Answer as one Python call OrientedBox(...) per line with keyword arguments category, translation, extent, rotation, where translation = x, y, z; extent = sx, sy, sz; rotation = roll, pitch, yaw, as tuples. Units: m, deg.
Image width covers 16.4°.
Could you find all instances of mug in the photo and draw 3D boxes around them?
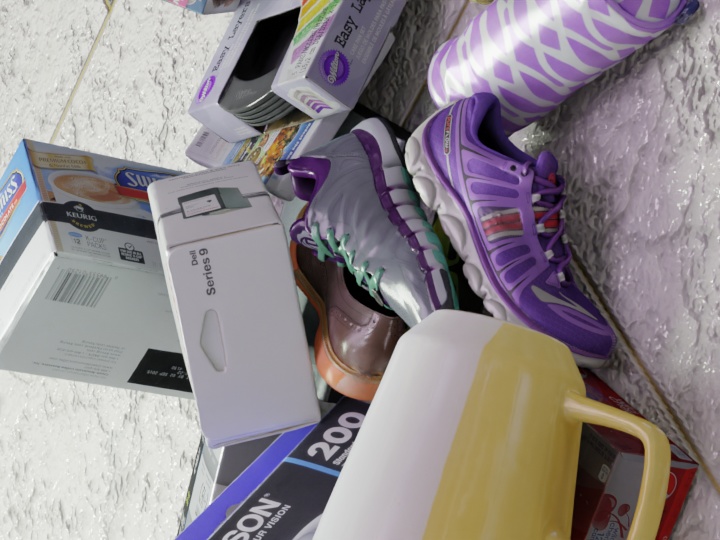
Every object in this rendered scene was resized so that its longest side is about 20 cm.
OrientedBox(category="mug", translation=(0.080, 0.112, 1.454), extent=(0.149, 0.185, 0.154), rotation=(91, -166, -81))

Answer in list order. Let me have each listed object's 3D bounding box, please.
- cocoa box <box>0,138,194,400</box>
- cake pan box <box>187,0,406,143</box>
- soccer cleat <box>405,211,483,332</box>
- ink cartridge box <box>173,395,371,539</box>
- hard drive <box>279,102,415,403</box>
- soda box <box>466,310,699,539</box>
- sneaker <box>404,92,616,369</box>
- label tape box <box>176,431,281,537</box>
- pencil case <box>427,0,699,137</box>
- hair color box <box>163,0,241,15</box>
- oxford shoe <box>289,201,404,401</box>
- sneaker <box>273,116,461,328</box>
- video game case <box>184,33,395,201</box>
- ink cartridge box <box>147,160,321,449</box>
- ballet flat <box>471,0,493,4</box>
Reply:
OrientedBox(category="cocoa box", translation=(-0.191, 0.001, 1.959), extent=(0.134, 0.199, 0.132), rotation=(-55, 39, 34))
OrientedBox(category="cake pan box", translation=(-0.033, -0.191, 1.838), extent=(0.184, 0.052, 0.201), rotation=(-10, 51, 60))
OrientedBox(category="soccer cleat", translation=(0.054, 0.016, 1.679), extent=(0.084, 0.064, 0.201), rotation=(12, 93, 55))
OrientedBox(category="ink cartridge box", translation=(-0.028, 0.162, 1.608), extent=(0.199, 0.198, 0.044), rotation=(13, 133, 37))
OrientedBox(category="hard drive", translation=(-0.019, -0.018, 1.844), extent=(0.139, 0.033, 0.201), rotation=(34, 111, 57))
OrientedBox(category="soda box", translation=(0.122, 0.100, 1.545), extent=(0.200, 0.063, 0.070), rotation=(44, 119, 55))
OrientedBox(category="sneaker", translation=(0.102, -0.027, 1.568), extent=(0.083, 0.081, 0.201), rotation=(-40, 70, 23))
OrientedBox(category="label tape box", translation=(-0.096, 0.190, 1.840), extent=(0.143, 0.066, 0.201), rotation=(-130, 55, -78))
OrientedBox(category="pencil case", translation=(0.125, -0.155, 1.601), extent=(0.200, 0.084, 0.086), rotation=(-32, 20, 49))
OrientedBox(category="hair color box", translation=(-0.105, -0.252, 1.915), extent=(0.200, 0.060, 0.101), rotation=(-33, -36, -76))
OrientedBox(category="oxford shoe", translation=(0.000, 0.000, 1.699), extent=(0.200, 0.071, 0.073), rotation=(-108, 34, -51))
OrientedBox(category="sneaker", translation=(0.006, -0.008, 1.606), extent=(0.075, 0.087, 0.201), rotation=(73, 177, -47))
OrientedBox(category="video game case", translation=(-0.056, -0.129, 1.884), extent=(0.144, 0.018, 0.200), rotation=(-57, 25, -4))
OrientedBox(category="ink cartridge box", translation=(-0.088, 0.020, 1.728), extent=(0.200, 0.084, 0.147), rotation=(-119, 17, -73))
OrientedBox(category="ballet flat", translation=(0.073, -0.221, 1.626), extent=(0.200, 0.070, 0.071), rotation=(-68, 2, -67))
